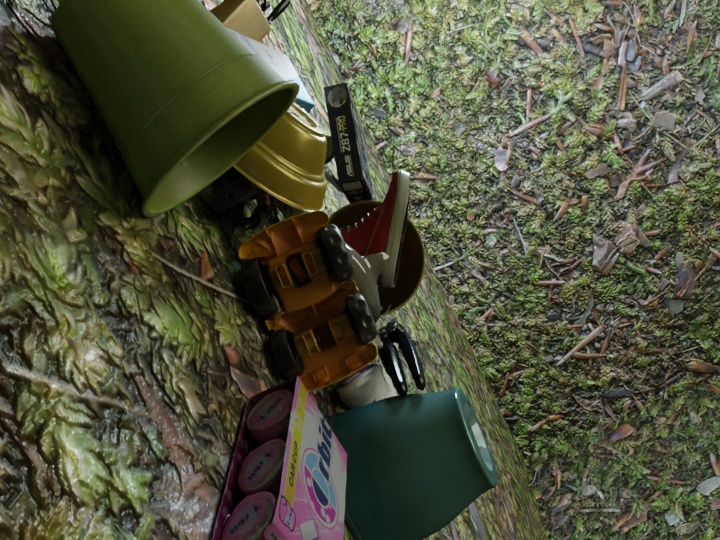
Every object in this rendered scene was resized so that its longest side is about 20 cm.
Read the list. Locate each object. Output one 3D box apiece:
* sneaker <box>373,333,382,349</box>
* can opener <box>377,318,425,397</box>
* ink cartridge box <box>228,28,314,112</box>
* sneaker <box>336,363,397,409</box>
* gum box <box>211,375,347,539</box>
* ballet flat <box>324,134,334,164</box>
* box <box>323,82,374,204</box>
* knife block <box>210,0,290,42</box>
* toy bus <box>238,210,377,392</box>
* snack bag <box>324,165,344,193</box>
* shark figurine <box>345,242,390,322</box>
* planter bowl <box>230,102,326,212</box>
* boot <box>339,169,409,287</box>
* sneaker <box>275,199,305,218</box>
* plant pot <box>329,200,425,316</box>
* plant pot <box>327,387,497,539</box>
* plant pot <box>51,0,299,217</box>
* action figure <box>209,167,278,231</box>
[{"bbox_3d":[-0.029,0.113,0.961,0.076,0.085,0.200,58,-12,7],"label":"sneaker"},{"bbox_3d":[0.062,0.129,0.927,0.080,0.062,0.200,63,-3,-15],"label":"can opener"},{"bbox_3d":[-0.170,-0.275,0.892,0.197,0.068,0.117,5,49,-52],"label":"ink cartridge box"},{"bbox_3d":[0.027,0.206,0.982,0.101,0.074,0.200,64,10,23],"label":"sneaker"},{"bbox_3d":[-0.068,0.212,0.588,0.115,0.065,0.201,61,13,-23],"label":"gum box"},{"bbox_3d":[-0.106,-0.233,1.179,0.071,0.069,0.199,32,-3,-23],"label":"ballet flat"},{"bbox_3d":[-0.015,-0.206,1.091,0.200,0.048,0.167,43,39,-80],"label":"box"},{"bbox_3d":[-0.183,-0.384,0.979,0.064,0.172,0.203,53,17,-39],"label":"knife block"},{"bbox_3d":[-0.066,0.040,0.839,0.192,0.133,0.205,156,-88,-86],"label":"toy bus"},{"bbox_3d":[-0.114,-0.195,1.040,0.198,0.022,0.188,37,1,9],"label":"snack bag"},{"bbox_3d":[0.014,0.018,0.948,0.128,0.089,0.217,36,-18,50],"label":"shark figurine"},{"bbox_3d":[-0.103,-0.171,0.808,0.198,0.084,0.201,36,17,-12],"label":"planter bowl"},{"bbox_3d":[0.007,-0.082,1.055,0.073,0.140,0.206,69,33,-71],"label":"boot"},{"bbox_3d":[-0.114,-0.115,1.011,0.071,0.073,0.202,13,30,-30],"label":"sneaker"},{"bbox_3d":[0.012,-0.006,1.144,0.142,0.195,0.205,102,-35,-78],"label":"plant pot"},{"bbox_3d":[0.077,0.256,0.855,0.203,0.184,0.201,59,13,-22],"label":"plant pot"},{"bbox_3d":[-0.190,-0.193,0.614,0.192,0.198,0.200,52,13,-5],"label":"plant pot"},{"bbox_3d":[-0.163,-0.119,0.831,0.132,0.068,0.200,58,8,-2],"label":"action figure"}]
